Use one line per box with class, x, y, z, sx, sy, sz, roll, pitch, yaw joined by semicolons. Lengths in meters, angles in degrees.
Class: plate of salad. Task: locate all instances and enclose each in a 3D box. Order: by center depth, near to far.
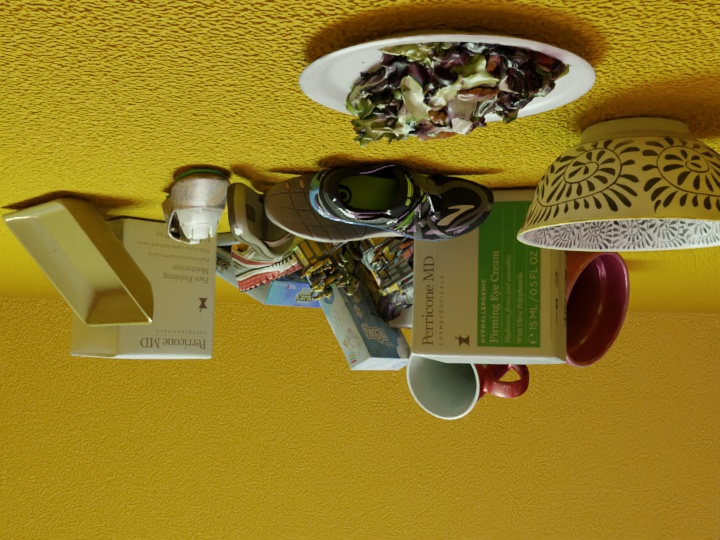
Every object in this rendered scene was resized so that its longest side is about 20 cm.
plate of salad;0.057;-0.116;0.633;0.198;0.048;0.200;2;174;0

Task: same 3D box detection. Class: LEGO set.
LEGO set;0.000;0.000;1.239;0.153;0.116;0.200;-32;170;-8

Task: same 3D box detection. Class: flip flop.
flip flop;-0.101;-0.062;1.076;0.057;0.082;0.200;-12;171;9

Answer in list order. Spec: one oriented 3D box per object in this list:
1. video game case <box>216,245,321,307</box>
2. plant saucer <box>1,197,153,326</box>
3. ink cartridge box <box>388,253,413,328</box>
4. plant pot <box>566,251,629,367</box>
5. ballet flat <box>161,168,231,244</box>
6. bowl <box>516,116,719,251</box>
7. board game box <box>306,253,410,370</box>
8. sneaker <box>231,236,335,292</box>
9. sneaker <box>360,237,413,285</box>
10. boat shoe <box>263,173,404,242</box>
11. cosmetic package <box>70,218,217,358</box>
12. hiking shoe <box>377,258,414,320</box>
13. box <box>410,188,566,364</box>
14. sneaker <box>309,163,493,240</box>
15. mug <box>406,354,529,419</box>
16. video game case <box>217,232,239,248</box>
video game case;-0.150;0.007;1.560;0.181;0.046;0.199;27;-169;34
plant saucer;-0.370;-0.017;1.262;0.199;0.201;0.048;-4;-145;49
ink cartridge box;0.147;0.023;1.517;0.199;0.147;0.084;-2;174;26
plant pot;0.327;0.044;1.588;0.199;0.202;0.178;6;-173;-44
ballet flat;-0.187;-0.066;1.073;0.068;0.068;0.200;-1;175;-17
bowl;0.232;-0.074;0.794;0.199;0.095;0.201;0;175;0
board game box;-0.003;0.063;1.506;0.043;0.200;0.200;-31;164;17
sneaker;-0.113;-0.036;1.345;0.199;0.083;0.078;-23;179;30
sneaker;0.030;-0.037;1.415;0.095;0.079;0.200;36;-172;3
boat shoe;-0.013;-0.065;1.046;0.198;0.076;0.072;4;176;-18
cosmetic package;-0.332;0.034;1.435;0.164;0.202;0.164;5;173;-40
hiking shoe;0.102;0.031;1.435;0.200;0.101;0.076;-50;176;42
box;0.164;0.014;1.159;0.170;0.201;0.200;-1;173;17
sneaker;0.047;-0.071;0.972;0.198;0.071;0.083;6;180;-16
mug;0.197;0.168;1.577;0.177;0.134;0.200;40;-151;17
video game case;-0.102;-0.045;1.523;0.181;0.022;0.199;-4;172;40
